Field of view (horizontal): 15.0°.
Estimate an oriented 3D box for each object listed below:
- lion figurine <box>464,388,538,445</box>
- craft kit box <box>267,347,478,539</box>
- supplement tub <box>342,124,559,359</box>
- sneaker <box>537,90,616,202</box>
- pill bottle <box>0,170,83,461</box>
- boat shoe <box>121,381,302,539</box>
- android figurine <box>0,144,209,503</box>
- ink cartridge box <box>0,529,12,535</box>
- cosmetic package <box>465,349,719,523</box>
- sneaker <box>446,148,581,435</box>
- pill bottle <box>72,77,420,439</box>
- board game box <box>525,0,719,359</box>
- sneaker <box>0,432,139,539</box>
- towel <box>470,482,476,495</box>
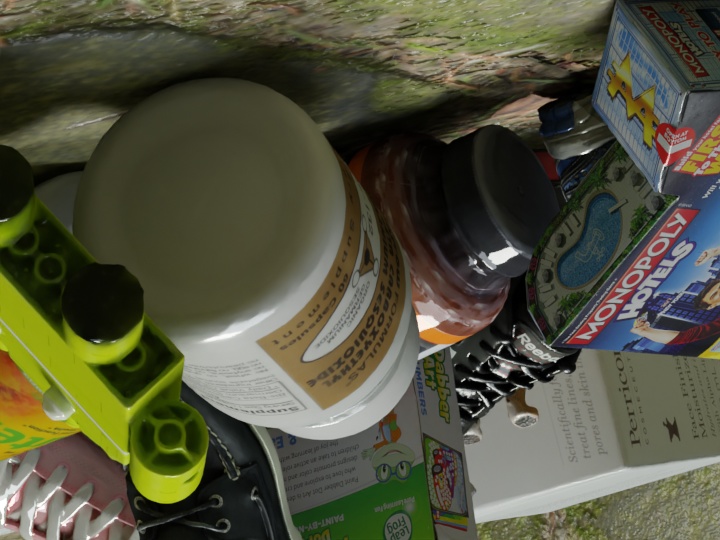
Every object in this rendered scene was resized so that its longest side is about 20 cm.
[{"bbox_3d":[0.044,0.025,1.585,0.072,0.123,0.200,-22,146,21],"label":"lion figurine"},{"bbox_3d":[-0.039,0.073,1.457,0.199,0.199,0.048,-19,158,34],"label":"craft kit box"},{"bbox_3d":[0.000,0.000,1.347,0.199,0.108,0.107,-25,166,32],"label":"supplement tub"},{"bbox_3d":[0.164,-0.048,1.380,0.199,0.086,0.077,-5,174,-44],"label":"sneaker"},{"bbox_3d":[-0.178,0.034,1.286,0.199,0.112,0.111,-21,168,41],"label":"pill bottle"},{"bbox_3d":[-0.078,0.124,1.343,0.074,0.066,0.200,0,134,19],"label":"boat shoe"},{"bbox_3d":[-0.125,0.016,1.088,0.041,0.182,0.200,-42,174,-16],"label":"android figurine"},{"bbox_3d":[-0.211,0.089,1.585,0.050,0.110,0.200,-13,171,-18],"label":"ink cartridge box"},{"bbox_3d":[0.126,0.068,1.806,0.164,0.166,0.200,-19,171,28],"label":"cosmetic package"},{"bbox_3d":[0.066,0.037,1.451,0.071,0.098,0.201,22,110,-34],"label":"sneaker"},{"bbox_3d":[-0.039,0.005,1.185,0.114,0.115,0.200,-15,158,10],"label":"pill bottle"},{"bbox_3d":[0.159,-0.052,1.244,0.199,0.062,0.200,7,130,-47],"label":"board game box"},{"bbox_3d":[-0.164,0.122,1.434,0.104,0.200,0.076,-13,140,-59],"label":"sneaker"},{"bbox_3d":[-0.053,0.138,1.553,0.200,0.166,0.086,-42,163,-8],"label":"towel"}]
